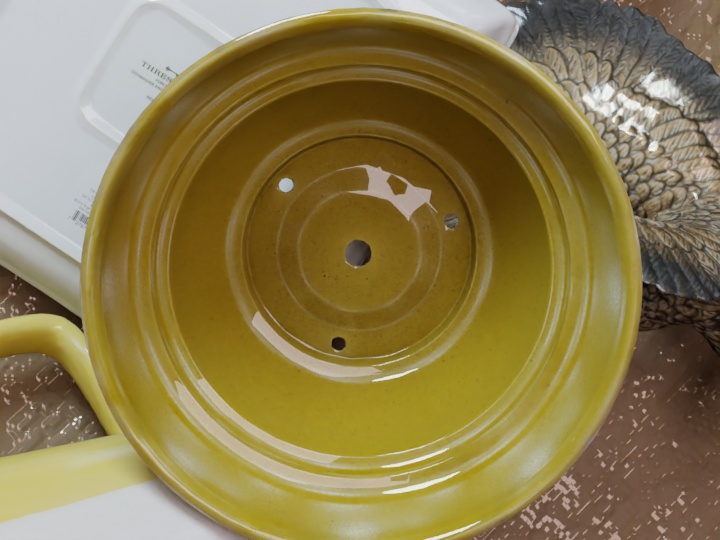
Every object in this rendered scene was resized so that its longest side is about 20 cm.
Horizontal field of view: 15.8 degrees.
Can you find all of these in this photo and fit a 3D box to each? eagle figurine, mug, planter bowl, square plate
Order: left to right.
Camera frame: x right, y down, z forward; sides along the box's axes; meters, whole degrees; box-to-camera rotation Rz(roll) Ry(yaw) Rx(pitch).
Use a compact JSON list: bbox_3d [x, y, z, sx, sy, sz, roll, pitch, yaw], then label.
[{"bbox_3d":[-0.098,0.110,0.980,0.153,0.149,0.187,-20,99,-27],"label":"mug"},{"bbox_3d":[-0.073,-0.070,1.013,0.200,0.028,0.198,34,96,1],"label":"square plate"},{"bbox_3d":[0.000,0.000,0.959,0.200,0.083,0.201,0,100,-1],"label":"planter bowl"},{"bbox_3d":[0.114,-0.016,1.078,0.200,0.152,0.151,41,93,-12],"label":"eagle figurine"}]
